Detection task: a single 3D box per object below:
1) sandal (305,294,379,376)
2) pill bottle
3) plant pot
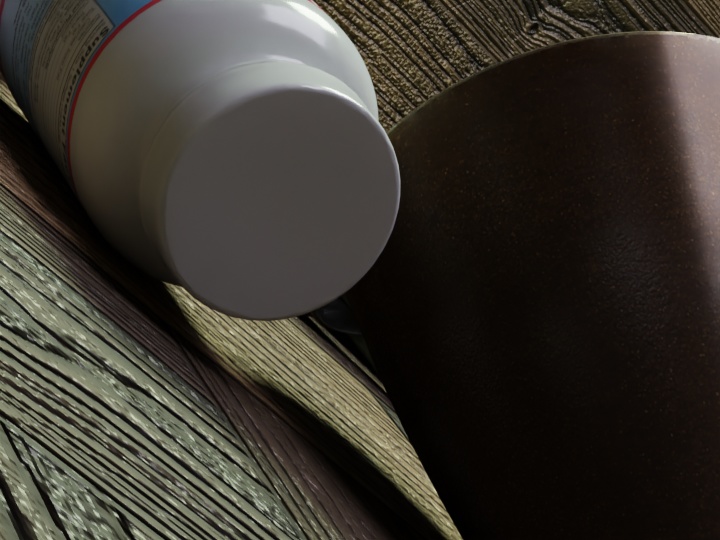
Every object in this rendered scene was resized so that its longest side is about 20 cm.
[{"bbox_3d":[0.001,0.000,1.175,0.201,0.080,0.057,45,17,2],"label":"sandal"},{"bbox_3d":[-0.058,-0.060,0.865,0.109,0.109,0.200,42,4,-31],"label":"pill bottle"},{"bbox_3d":[0.100,0.054,0.852,0.187,0.186,0.201,40,29,-50],"label":"plant pot"}]
